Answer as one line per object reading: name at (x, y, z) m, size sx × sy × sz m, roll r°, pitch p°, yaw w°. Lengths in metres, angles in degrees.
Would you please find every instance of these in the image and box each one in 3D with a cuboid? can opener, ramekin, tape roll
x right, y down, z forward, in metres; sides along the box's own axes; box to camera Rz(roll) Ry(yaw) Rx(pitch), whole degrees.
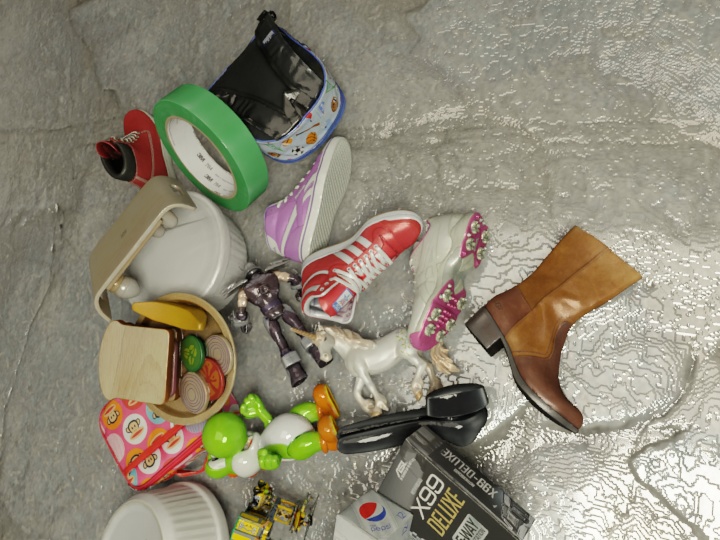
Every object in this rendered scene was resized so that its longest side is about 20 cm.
can opener at (0.065, 0.193, 0.707) m, size 0.198 × 0.063 × 0.079 m, roll -15°, pitch 91°, yaw 5°
ramekin at (-0.281, 0.400, 0.776) m, size 0.201 × 0.094 × 0.204 m, roll -15°, pitch 65°, yaw 34°
ramekin at (-0.272, -0.016, 0.891) m, size 0.201 × 0.094 × 0.204 m, roll -5°, pitch 76°, yaw 22°
tape roll at (-0.231, -0.185, 0.866) m, size 0.199 × 0.201 × 0.048 m, roll 28°, pitch 61°, yaw 26°

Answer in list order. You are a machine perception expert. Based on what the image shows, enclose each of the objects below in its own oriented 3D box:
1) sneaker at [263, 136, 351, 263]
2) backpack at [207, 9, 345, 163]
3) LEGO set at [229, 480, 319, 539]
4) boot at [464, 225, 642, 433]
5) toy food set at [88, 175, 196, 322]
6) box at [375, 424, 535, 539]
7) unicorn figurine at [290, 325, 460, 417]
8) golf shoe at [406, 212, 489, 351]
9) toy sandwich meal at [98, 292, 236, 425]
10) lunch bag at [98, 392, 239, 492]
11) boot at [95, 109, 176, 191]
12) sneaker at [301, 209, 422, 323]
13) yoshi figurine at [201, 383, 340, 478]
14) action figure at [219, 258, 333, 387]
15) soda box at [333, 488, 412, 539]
sneaker at (-0.090, -0.117, 0.862) m, size 0.114 × 0.073 × 0.202 m, roll 17°, pitch 84°, yaw 28°
backpack at (-0.122, -0.259, 0.865) m, size 0.200 × 0.154 × 0.190 m, roll -51°, pitch 56°, yaw 7°
LEGO set at (-0.108, 0.382, 0.700) m, size 0.115 × 0.154 × 0.202 m, roll 17°, pitch 84°, yaw 4°
boot at (0.261, 0.070, 0.688) m, size 0.200 × 0.069 × 0.189 m, roll -39°, pitch 58°, yaw 2°
toy food set at (-0.318, -0.038, 0.812) m, size 0.200 × 0.060 × 0.143 m, roll -50°, pitch 37°, yaw 2°
box at (0.085, 0.309, 0.654) m, size 0.157 × 0.050 × 0.201 m, roll 37°, pitch 118°, yaw 25°
unicorn figurine at (0.020, 0.123, 0.754) m, size 0.198 × 0.074 × 0.138 m, roll -16°, pitch 73°, yaw -11°
golf shoe at (0.100, 0.011, 0.751) m, size 0.091 × 0.075 × 0.201 m, roll 13°, pitch 68°, yaw 38°
toy sandwich meal at (-0.266, 0.123, 0.773) m, size 0.203 × 0.070 × 0.207 m, roll 0°, pitch 91°, yaw 21°
lunch bag at (-0.287, 0.233, 0.857) m, size 0.200 × 0.082 × 0.177 m, roll -40°, pitch 70°, yaw 8°
boot at (-0.406, -0.227, 0.979) m, size 0.072 × 0.144 × 0.201 m, roll -32°, pitch 66°, yaw 14°
sneaker at (0.000, 0.000, 0.762) m, size 0.199 × 0.071 × 0.113 m, roll -28°, pitch 36°, yaw 24°
yoshi figurine at (-0.130, 0.219, 0.758) m, size 0.198 × 0.112 × 0.113 m, roll -22°, pitch 79°, yaw 4°
action figure at (-0.123, 0.067, 0.820) m, size 0.130 × 0.069 × 0.201 m, roll -31°, pitch 76°, yaw -6°
soda box at (0.002, 0.365, 0.653) m, size 0.063 × 0.068 × 0.202 m, roll 20°, pitch 111°, yaw 32°
